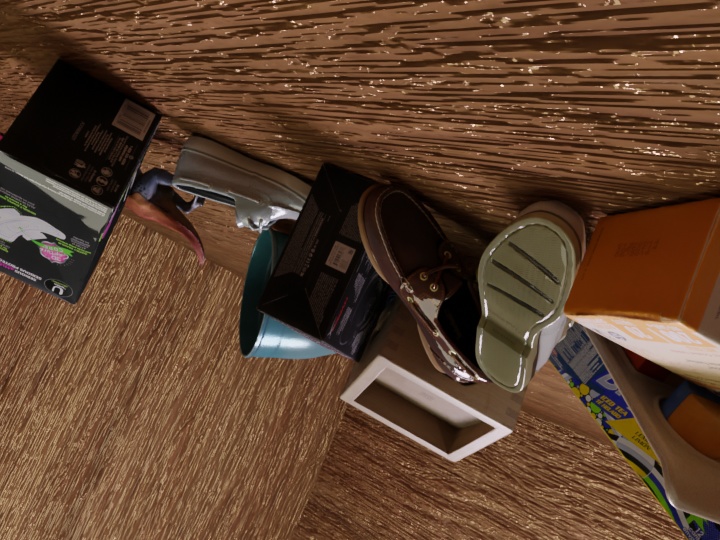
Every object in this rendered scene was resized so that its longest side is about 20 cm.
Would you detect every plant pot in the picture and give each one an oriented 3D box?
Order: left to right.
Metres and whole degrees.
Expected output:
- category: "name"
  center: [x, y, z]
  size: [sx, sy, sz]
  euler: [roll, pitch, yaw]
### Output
- category: "plant pot"
  center: [-0.080, 0.049, 1.180]
  size: [0.184, 0.205, 0.199]
  euler: [11, 177, -19]

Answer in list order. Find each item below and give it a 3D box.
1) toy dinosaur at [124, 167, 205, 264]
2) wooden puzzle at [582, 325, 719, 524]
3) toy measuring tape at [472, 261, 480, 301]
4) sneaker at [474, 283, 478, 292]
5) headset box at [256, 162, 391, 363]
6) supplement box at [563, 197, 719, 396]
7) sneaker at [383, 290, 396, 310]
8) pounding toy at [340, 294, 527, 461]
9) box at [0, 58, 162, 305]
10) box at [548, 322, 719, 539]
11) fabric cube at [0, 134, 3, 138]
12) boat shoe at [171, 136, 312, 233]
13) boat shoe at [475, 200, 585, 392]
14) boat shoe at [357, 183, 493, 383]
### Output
- category: "toy dinosaur"
  center: [-0.292, -0.109, 0.930]
  size: [0.177, 0.204, 0.106]
  euler: [-6, 156, -2]
- category: "wooden puzzle"
  center: [0.267, 0.100, 0.555]
  size: [0.182, 0.047, 0.202]
  euler: [23, -148, -19]
- category: "toy measuring tape"
  center: [0.169, 0.038, 0.708]
  size: [0.198, 0.075, 0.073]
  euler: [31, 170, -36]
- category: "sneaker"
  center: [0.160, 0.063, 0.872]
  size: [0.197, 0.079, 0.073]
  euler: [17, 168, 37]
- category: "headset box"
  center: [-0.016, 0.003, 0.757]
  size: [0.076, 0.151, 0.200]
  euler: [23, 173, 14]
- category: "supplement box"
  center: [0.242, 0.039, 0.447]
  size: [0.197, 0.075, 0.126]
  euler: [26, 173, -10]
- category: "sneaker"
  center: [0.000, 0.000, 0.911]
  size: [0.201, 0.077, 0.080]
  euler: [48, 166, -19]
- category: "pounding toy"
  center: [0.106, 0.093, 0.798]
  size: [0.181, 0.144, 0.201]
  euler: [29, 150, -3]
- category: "box"
  center: [-0.320, -0.090, 0.809]
  size: [0.123, 0.151, 0.200]
  euler: [27, 138, -16]
- category: "box"
  center: [0.245, 0.122, 0.613]
  size: [0.069, 0.065, 0.202]
  euler: [3, -137, -41]
- category: "fabric cube"
  center: [-0.972, -0.261, 1.851]
  size: [0.194, 0.203, 0.199]
  euler: [20, 170, 39]
- category: "boat shoe"
  center: [-0.117, -0.079, 0.817]
  size: [0.197, 0.073, 0.070]
  euler: [24, 173, 11]
- category: "boat shoe"
  center: [0.135, 0.013, 0.572]
  size: [0.074, 0.068, 0.202]
  euler: [38, 151, 22]
- category: "boat shoe"
  center: [0.068, 0.012, 0.652]
  size: [0.202, 0.070, 0.070]
  euler: [58, 161, -20]
